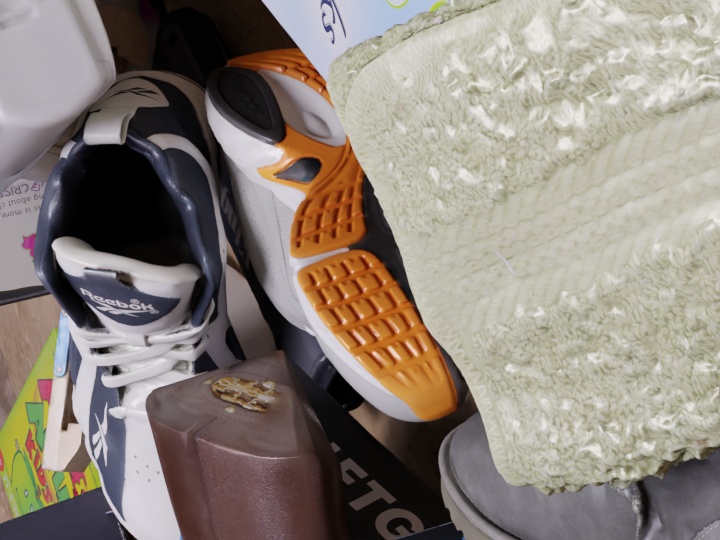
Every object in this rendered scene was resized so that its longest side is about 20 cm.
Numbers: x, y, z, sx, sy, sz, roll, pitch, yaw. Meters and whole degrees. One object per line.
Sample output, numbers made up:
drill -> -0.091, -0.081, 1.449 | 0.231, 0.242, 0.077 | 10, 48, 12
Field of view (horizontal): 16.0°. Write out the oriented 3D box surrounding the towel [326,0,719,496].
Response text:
towel -> 0.085, -0.021, 0.661 | 0.200, 0.036, 0.149 | -23, 98, 43

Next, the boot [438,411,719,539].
boot -> 0.083, 0.008, 0.760 | 0.182, 0.073, 0.200 | 24, 132, 46

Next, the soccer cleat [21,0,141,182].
soccer cleat -> -0.127, -0.136, 1.151 | 0.069, 0.078, 0.200 | 7, 81, 38

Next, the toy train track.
toy train track -> -0.106, -0.012, 1.102 | 0.115, 0.032, 0.200 | 18, -101, -72

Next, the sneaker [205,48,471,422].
sneaker -> 0.000, 0.000, 0.971 | 0.200, 0.076, 0.092 | -117, 17, -48

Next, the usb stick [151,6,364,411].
usb stick -> -0.043, -0.026, 1.090 | 0.055, 0.033, 0.200 | 97, 152, -55

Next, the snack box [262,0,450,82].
snack box -> 0.010, -0.150, 0.849 | 0.200, 0.068, 0.169 | 52, 147, 43

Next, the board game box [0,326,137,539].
board game box -> -0.151, 0.107, 1.405 | 0.200, 0.048, 0.102 | 127, 126, -62

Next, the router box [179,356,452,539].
router box -> 0.008, 0.150, 0.986 | 0.200, 0.051, 0.149 | 41, 141, 31

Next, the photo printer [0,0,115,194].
photo printer -> -0.176, -0.109, 1.015 | 0.167, 0.069, 0.200 | 66, 156, 2

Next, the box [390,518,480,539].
box -> 0.059, 0.164, 0.791 | 0.200, 0.159, 0.046 | 57, 152, 38

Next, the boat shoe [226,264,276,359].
boat shoe -> -0.056, 0.068, 1.142 | 0.200, 0.072, 0.069 | 47, 142, 34

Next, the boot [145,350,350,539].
boot -> -0.004, 0.135, 0.899 | 0.186, 0.064, 0.200 | 14, 117, 46

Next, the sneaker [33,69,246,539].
sneaker -> -0.088, 0.023, 1.007 | 0.130, 0.079, 0.200 | -41, -46, -79

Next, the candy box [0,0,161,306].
candy box -> -0.161, -0.089, 1.202 | 0.061, 0.136, 0.200 | -175, 73, -69

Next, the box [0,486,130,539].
box -> -0.136, 0.234, 1.306 | 0.200, 0.104, 0.182 | 86, 163, -67
